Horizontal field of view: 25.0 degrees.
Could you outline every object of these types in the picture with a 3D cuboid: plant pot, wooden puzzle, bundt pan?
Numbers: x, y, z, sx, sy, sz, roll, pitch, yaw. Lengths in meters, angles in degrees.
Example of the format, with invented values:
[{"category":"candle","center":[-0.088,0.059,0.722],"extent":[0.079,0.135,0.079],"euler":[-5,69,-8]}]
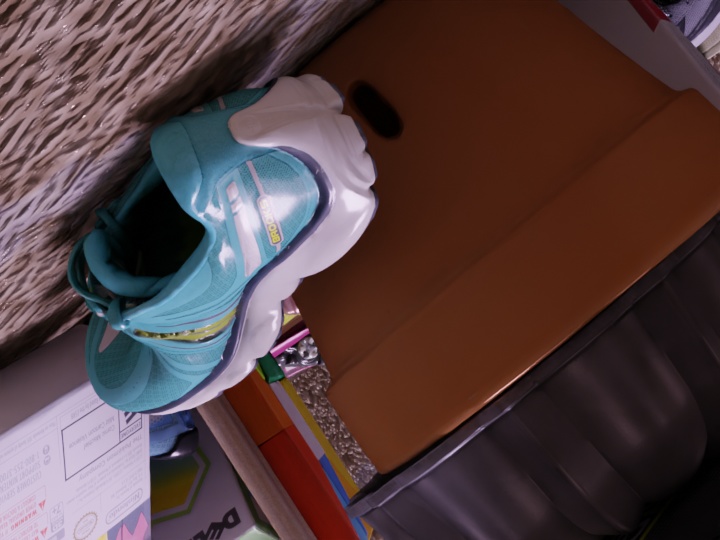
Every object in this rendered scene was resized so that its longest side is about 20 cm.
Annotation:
[{"category":"plant pot","center":[0.042,-0.034,0.662],"extent":[0.200,0.140,0.200],"euler":[-39,176,-3]},{"category":"wooden puzzle","center":[-0.039,0.080,0.775],"extent":[0.037,0.200,0.185],"euler":[-28,177,2]},{"category":"bundt pan","center":[0.093,0.063,0.669],"extent":[0.202,0.076,0.202],"euler":[-40,176,-3]}]

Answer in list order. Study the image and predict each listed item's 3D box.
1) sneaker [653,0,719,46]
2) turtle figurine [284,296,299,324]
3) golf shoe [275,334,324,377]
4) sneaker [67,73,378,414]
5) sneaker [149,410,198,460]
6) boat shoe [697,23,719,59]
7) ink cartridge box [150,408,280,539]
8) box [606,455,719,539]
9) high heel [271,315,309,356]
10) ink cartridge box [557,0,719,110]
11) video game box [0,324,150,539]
[{"category":"sneaker","center":[0.158,-0.149,0.976],"extent":[0.200,0.076,0.114],"euler":[-40,176,5]},{"category":"turtle figurine","center":[0.000,0.000,0.926],"extent":[0.161,0.064,0.200],"euler":[-17,-164,17]},{"category":"golf shoe","center":[-0.078,0.054,1.209],"extent":[0.200,0.077,0.088],"euler":[-28,-179,-36]},{"category":"sneaker","center":[-0.069,-0.006,0.580],"extent":[0.080,0.078,0.200],"euler":[-15,158,-32]},{"category":"sneaker","center":[-0.159,0.112,0.792],"extent":[0.200,0.090,0.078],"euler":[-40,177,23]},{"category":"boat shoe","center":[0.180,-0.155,1.118],"extent":[0.200,0.075,0.068],"euler":[-23,-148,42]},{"category":"ink cartridge box","center":[-0.094,0.131,0.835],"extent":[0.104,0.200,0.059],"euler":[-37,142,12]},{"category":"box","center":[0.145,0.098,0.654],"extent":[0.193,0.048,0.200],"euler":[-40,179,44]},{"category":"high heel","center":[-0.037,0.017,1.045],"extent":[0.200,0.067,0.096],"euler":[-38,-171,35]},{"category":"ink cartridge box","center":[0.147,-0.047,0.875],"extent":[0.145,0.145,0.200],"euler":[-41,143,14]},{"category":"video game box","center":[-0.162,0.143,0.675],"extent":[0.200,0.047,0.182],"euler":[-34,131,-52]}]
